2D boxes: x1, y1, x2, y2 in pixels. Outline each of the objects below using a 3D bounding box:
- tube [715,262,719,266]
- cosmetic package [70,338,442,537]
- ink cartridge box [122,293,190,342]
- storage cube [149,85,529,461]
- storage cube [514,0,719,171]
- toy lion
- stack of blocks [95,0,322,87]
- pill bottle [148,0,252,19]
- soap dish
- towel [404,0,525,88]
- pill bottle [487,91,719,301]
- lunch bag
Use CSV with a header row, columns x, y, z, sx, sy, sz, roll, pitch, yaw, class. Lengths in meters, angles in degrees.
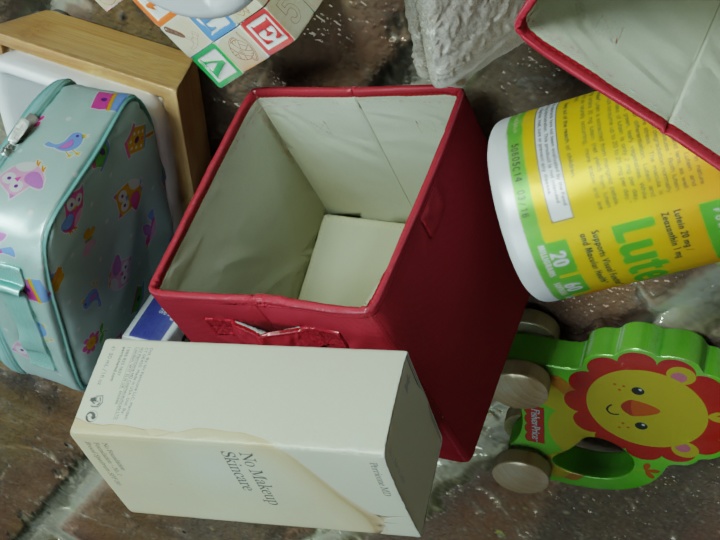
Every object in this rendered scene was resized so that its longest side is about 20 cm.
x,y,z,sx,sy,sz,roll,pitch,yaw,class
0.218,-0.040,0.823,0.200,0.058,0.052,38,172,-6,tube
-0.061,0.101,0.805,0.199,0.073,0.104,1,143,21,cosmetic package
-0.091,0.047,1.018,0.040,0.200,0.200,10,141,23,ink cartridge box
0.000,0.000,0.893,0.170,0.201,0.180,4,145,31,storage cube
0.199,-0.162,0.567,0.171,0.180,0.200,32,146,-5,storage cube
0.199,0.109,1.024,0.191,0.069,0.200,9,142,15,toy lion
-0.130,-0.213,0.840,0.200,0.059,0.115,44,143,-21,stack of blocks
-0.043,-0.222,0.636,0.111,0.200,0.112,25,148,17,pill bottle
-0.188,-0.098,1.009,0.157,0.081,0.200,19,144,15,soap dish
0.072,-0.194,0.663,0.034,0.132,0.200,42,159,38,towel
0.182,-0.057,0.742,0.199,0.111,0.111,-15,129,21,pill bottle
-0.199,-0.021,0.902,0.077,0.161,0.200,18,144,15,lunch bag
